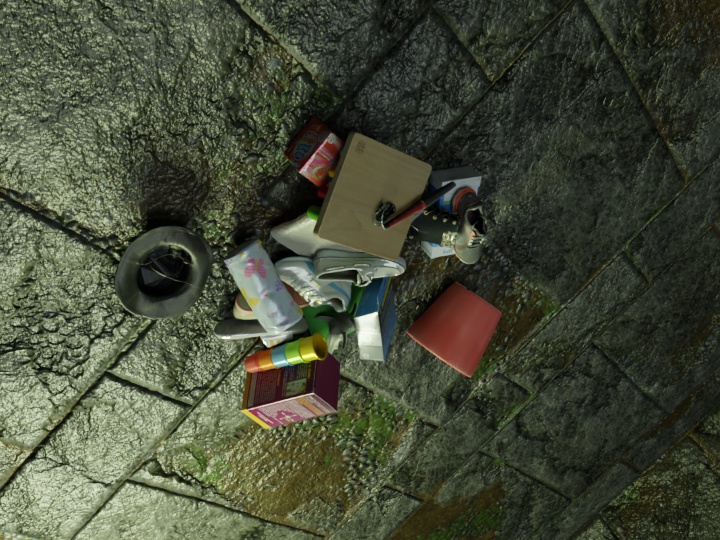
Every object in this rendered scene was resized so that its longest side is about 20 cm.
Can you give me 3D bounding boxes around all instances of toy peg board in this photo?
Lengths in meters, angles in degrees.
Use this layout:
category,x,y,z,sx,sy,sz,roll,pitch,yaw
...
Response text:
category,x,y,z,sx,sy,sz,roll,pitch,yaw
toy peg board,0.004,-0.145,1.302,0.200,0.098,0.199,16,97,-39

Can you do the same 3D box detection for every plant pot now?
category,x,y,z,sx,sy,sz,roll,pitch,yaw
plant pot,0.245,0.139,1.698,0.200,0.200,0.177,34,93,-41

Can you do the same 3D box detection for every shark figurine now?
category,x,y,z,sx,sy,sz,roll,pitch,yaw
shark figurine,-0.073,0.145,1.605,0.089,0.128,0.215,19,133,-10

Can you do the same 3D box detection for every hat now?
category,x,y,z,sx,sy,sz,roll,pitch,yaw
hat,-0.388,-0.009,1.313,0.200,0.081,0.201,-18,127,-26

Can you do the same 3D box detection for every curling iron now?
category,x,y,z,sx,sy,sz,roll,pitch,yaw
curling iron,0.109,-0.131,1.302,0.200,0.026,0.050,-25,123,-27

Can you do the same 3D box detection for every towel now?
category,x,y,z,sx,sy,sz,roll,pitch,yaw
towel,-0.075,-0.063,1.427,0.132,0.035,0.200,-22,144,29

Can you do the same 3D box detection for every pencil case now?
category,x,y,z,sx,sy,sz,roll,pitch,yaw
pencil case,-0.196,0.033,1.393,0.091,0.083,0.200,-38,107,-27

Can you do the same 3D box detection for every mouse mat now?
category,x,y,z,sx,sy,sz,roll,pitch,yaw
mouse mat,-0.038,0.096,1.625,0.200,0.008,0.161,-25,131,-11

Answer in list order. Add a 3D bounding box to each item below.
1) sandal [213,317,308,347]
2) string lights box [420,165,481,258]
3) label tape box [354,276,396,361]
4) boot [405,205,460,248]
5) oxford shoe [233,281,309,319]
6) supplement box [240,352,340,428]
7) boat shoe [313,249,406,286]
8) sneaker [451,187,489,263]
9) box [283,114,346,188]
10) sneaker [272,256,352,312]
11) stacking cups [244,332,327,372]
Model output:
category,x,y,z,sx,sy,sz,roll,pitch,yaw
sandal,-0.221,0.136,1.515,0.207,0.079,0.059,-4,126,-15
string lights box,0.205,-0.132,1.556,0.103,0.059,0.200,-11,127,-22
label tape box,0.033,0.086,1.555,0.063,0.144,0.200,4,130,14
boot,0.141,-0.137,1.460,0.154,0.074,0.204,12,132,10
oxford shoe,-0.186,0.066,1.497,0.200,0.071,0.074,-5,153,-28
supplement box,-0.157,0.264,1.549,0.200,0.131,0.103,-18,136,25
boat shoe,0.000,0.000,1.440,0.200,0.066,0.072,6,149,-15
sneaker,0.247,-0.083,1.518,0.077,0.082,0.200,-25,131,-11
box,-0.041,-0.201,1.347,0.100,0.095,0.200,-49,131,9
sneaker,-0.104,0.029,1.472,0.200,0.081,0.077,19,148,-28
stacking cups,-0.170,0.184,1.507,0.200,0.061,0.061,-14,140,29
